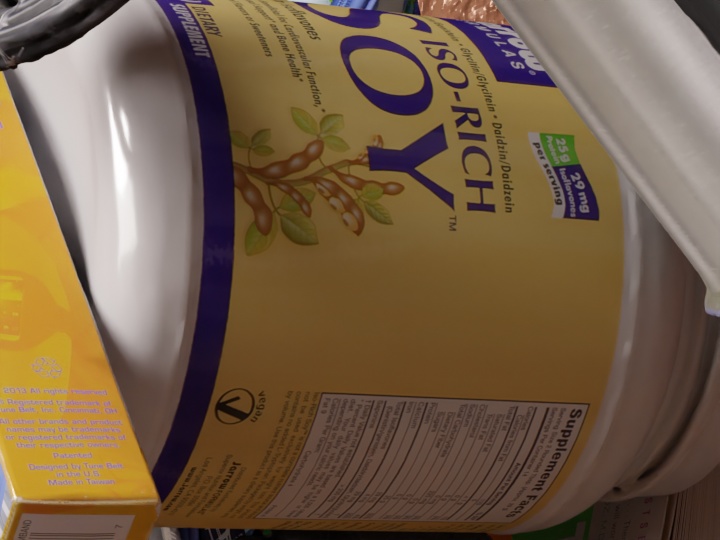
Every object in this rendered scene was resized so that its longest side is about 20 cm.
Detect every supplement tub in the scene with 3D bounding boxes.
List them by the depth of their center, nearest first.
[{"bbox_3d":[0.000,0.000,0.740,0.145,0.199,0.146,-12,76,63],"label":"supplement tub"}]

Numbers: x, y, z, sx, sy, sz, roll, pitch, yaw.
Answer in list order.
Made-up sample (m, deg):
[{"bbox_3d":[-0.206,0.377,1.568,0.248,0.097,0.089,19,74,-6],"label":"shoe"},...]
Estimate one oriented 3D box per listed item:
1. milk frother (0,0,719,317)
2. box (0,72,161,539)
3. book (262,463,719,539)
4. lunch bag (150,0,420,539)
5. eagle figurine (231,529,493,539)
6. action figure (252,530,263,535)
[{"bbox_3d":[0.035,-0.066,0.629,0.200,0.188,0.181,-36,4,25],"label":"milk frother"},{"bbox_3d":[-0.109,0.031,0.687,0.200,0.041,0.119,62,141,43],"label":"box"},{"bbox_3d":[0.041,0.089,0.868,0.200,0.048,0.134,-18,52,46],"label":"book"},{"bbox_3d":[-0.045,-0.012,0.895,0.082,0.161,0.200,19,57,16],"label":"lunch bag"},{"bbox_3d":[0.028,0.170,0.756,0.152,0.151,0.200,-48,28,1],"label":"eagle figurine"},{"bbox_3d":[-0.109,0.111,0.975,0.119,0.199,0.102,54,155,23],"label":"action figure"}]
